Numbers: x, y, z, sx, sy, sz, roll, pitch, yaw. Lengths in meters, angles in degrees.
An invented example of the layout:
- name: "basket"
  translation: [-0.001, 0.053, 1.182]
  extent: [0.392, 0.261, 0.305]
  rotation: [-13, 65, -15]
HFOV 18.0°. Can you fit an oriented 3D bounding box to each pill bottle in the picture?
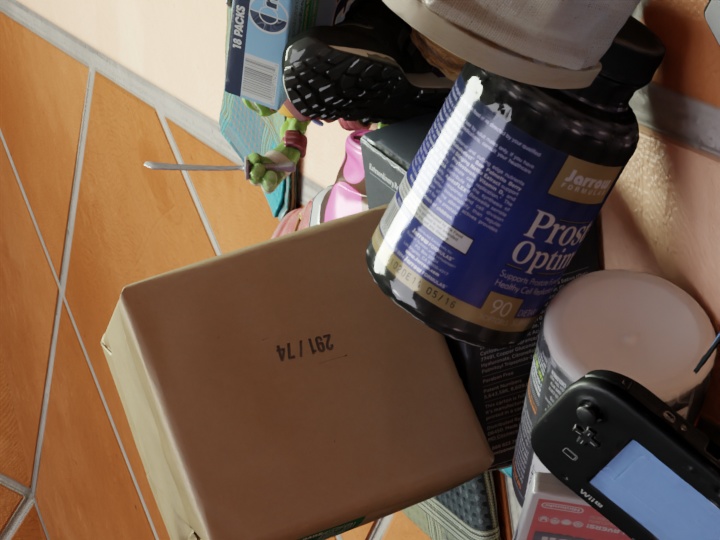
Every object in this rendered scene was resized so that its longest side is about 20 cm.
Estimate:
- name: "pill bottle"
  translation: [0.150, 0.101, 1.400]
  extent: [0.200, 0.106, 0.106]
  rotation: [97, 150, -48]
- name: "pill bottle"
  translation: [0.093, -0.064, 1.328]
  extent: [0.200, 0.112, 0.112]
  rotation: [-61, 39, 21]

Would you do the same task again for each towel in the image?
- name: "towel"
  translation: [-0.089, -0.158, 1.987]
  extent: [0.200, 0.022, 0.147]
  rotation: [95, 151, -45]
- name: "towel"
  translation: [0.057, 0.131, 1.810]
  extent: [0.200, 0.035, 0.193]
  rotation: [34, 139, 58]

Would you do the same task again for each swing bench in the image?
- name: "swing bench"
  translation: [0.085, -0.235, 1.189]
  extent: [0.199, 0.130, 0.200]
  rotation: [-57, 46, 34]

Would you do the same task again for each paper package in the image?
- name: "paper package"
  translation: [-0.043, 0.079, 1.462]
  extent: [0.103, 0.200, 0.191]
  rotation: [127, 124, -67]

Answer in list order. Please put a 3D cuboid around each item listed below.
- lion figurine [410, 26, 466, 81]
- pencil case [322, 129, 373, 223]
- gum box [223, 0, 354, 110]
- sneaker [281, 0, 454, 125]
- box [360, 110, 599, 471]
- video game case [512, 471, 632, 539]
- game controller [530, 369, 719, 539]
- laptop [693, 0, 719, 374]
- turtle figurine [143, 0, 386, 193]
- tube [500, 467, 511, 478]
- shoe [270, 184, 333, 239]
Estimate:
- name: "lion figurine"
  translation: [0.086, -0.162, 1.419]
  extent: [0.122, 0.072, 0.200]
  rotation: [45, 166, -26]
- name: "pencil case"
  translation: [0.000, 0.000, 1.611]
  extent: [0.094, 0.091, 0.200]
  rotation: [-33, -39, -83]
- name: "gum box"
  translation: [-0.023, -0.231, 1.499]
  extent: [0.045, 0.200, 0.170]
  rotation: [21, 134, 12]
- name: "sneaker"
  translation: [0.003, -0.150, 1.513]
  extent: [0.076, 0.200, 0.088]
  rotation: [-25, 74, 27]
- name: "box"
  translation: [0.083, 0.008, 1.515]
  extent: [0.148, 0.104, 0.200]
  rotation: [-138, 37, -57]
- name: "video game case"
  translation: [0.160, 0.196, 1.413]
  extent: [0.200, 0.143, 0.017]
  rotation: [100, 179, -52]
- name: "game controller"
  translation: [0.188, 0.137, 1.283]
  extent: [0.200, 0.042, 0.104]
  rotation: [39, 137, 4]
- name: "laptop"
  translation: [0.196, -0.089, 1.109]
  extent: [0.187, 0.116, 0.200]
  rotation: [111, 139, -59]
- name: "turtle figurine"
  translation: [-0.062, -0.137, 1.702]
  extent: [0.194, 0.200, 0.144]
  rotation: [-5, 67, 48]
- name: "tube"
  translation: [0.120, 0.132, 1.593]
  extent: [0.050, 0.077, 0.200]
  rotation: [-56, 33, 5]
- name: "shoe"
  translation: [-0.036, 0.034, 1.830]
  extent: [0.091, 0.071, 0.200]
  rotation: [-25, 56, 59]
